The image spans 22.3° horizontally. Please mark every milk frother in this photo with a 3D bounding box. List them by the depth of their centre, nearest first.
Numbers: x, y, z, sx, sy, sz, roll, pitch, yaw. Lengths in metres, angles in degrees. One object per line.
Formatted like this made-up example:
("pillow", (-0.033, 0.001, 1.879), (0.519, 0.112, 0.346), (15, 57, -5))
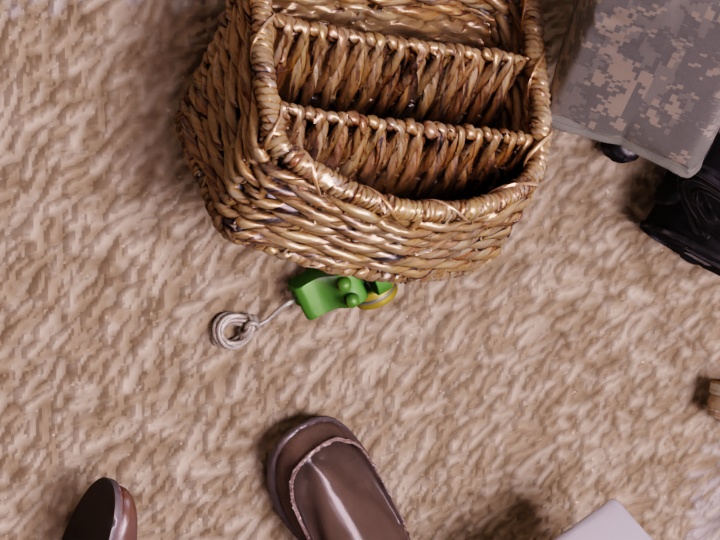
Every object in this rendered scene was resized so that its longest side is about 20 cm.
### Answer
("milk frother", (0.278, -0.086, 1.192), (0.180, 0.200, 0.189), (27, 91, -30))

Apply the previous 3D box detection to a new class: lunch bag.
("lunch bag", (0.199, -0.187, 1.091), (0.117, 0.164, 0.200), (20, 54, 2))

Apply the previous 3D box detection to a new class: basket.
("basket", (0.015, -0.089, 1.048), (0.199, 0.143, 0.149), (6, 131, -31))

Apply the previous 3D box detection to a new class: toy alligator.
("toy alligator", (0.000, 0.000, 1.146), (0.200, 0.054, 0.059), (-33, 118, -17))

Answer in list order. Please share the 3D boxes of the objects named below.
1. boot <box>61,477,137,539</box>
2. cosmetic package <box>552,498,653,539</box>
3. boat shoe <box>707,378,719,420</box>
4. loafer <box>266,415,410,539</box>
("boot", (-0.090, 0.210, 1.154), (0.199, 0.064, 0.187), (2, 117, -27))
("cosmetic package", (0.155, 0.298, 1.220), (0.167, 0.166, 0.200), (-31, 146, -17))
("boat shoe", (0.325, 0.139, 1.362), (0.200, 0.074, 0.069), (27, 85, -33))
("loafer", (0.007, 0.180, 1.196), (0.073, 0.071, 0.200), (-36, 120, -15))
